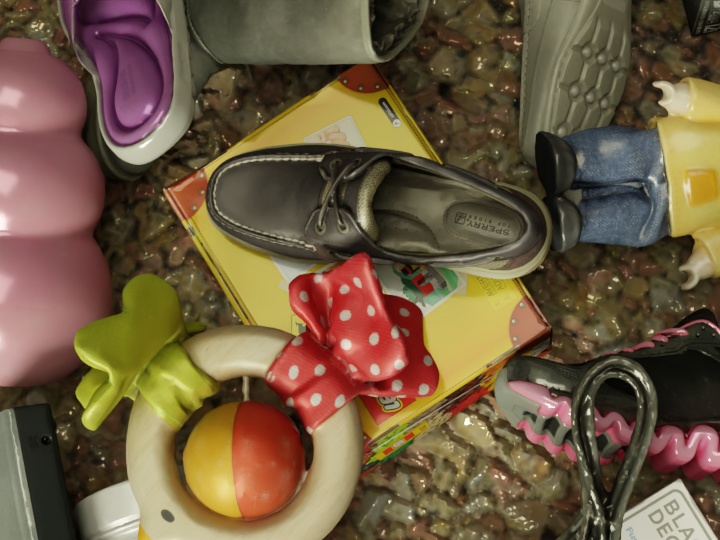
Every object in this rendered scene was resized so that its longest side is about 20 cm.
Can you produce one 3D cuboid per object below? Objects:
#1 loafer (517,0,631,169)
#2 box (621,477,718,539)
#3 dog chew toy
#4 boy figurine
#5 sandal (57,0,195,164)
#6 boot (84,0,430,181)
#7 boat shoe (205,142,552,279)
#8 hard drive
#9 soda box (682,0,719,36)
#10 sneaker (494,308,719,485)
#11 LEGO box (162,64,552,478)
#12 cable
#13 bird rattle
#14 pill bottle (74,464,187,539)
[{"bbox_3d":[0.128,-0.158,0.998,0.069,0.070,0.202,9,83,46],"label":"loafer"},{"bbox_3d":[0.125,0.217,0.920,0.199,0.060,0.117,-30,77,0],"label":"box"},{"bbox_3d":[-0.205,-0.036,0.964,0.123,0.125,0.202,5,94,8],"label":"dog chew toy"},{"bbox_3d":[0.204,-0.051,0.952,0.198,0.064,0.125,-5,101,-6],"label":"boy figurine"},{"bbox_3d":[-0.143,-0.148,0.955,0.082,0.050,0.203,-37,49,12],"label":"sandal"},{"bbox_3d":[-0.060,-0.132,0.967,0.199,0.072,0.183,11,80,34],"label":"boot"},{"bbox_3d":[0.007,-0.037,0.902,0.198,0.065,0.073,11,82,9],"label":"boat shoe"},{"bbox_3d":[-0.193,0.191,0.931,0.033,0.139,0.202,-6,75,-32],"label":"hard drive"},{"bbox_3d":[0.219,-0.203,0.919,0.063,0.200,0.071,-12,78,3],"label":"soda box"},{"bbox_3d":[0.173,0.065,0.931,0.198,0.079,0.096,12,72,-10],"label":"sneaker"},{"bbox_3d":[0.000,0.000,0.969,0.148,0.077,0.201,-33,77,0],"label":"LEGO box"},{"bbox_3d":[0.122,0.149,0.858,0.097,0.050,0.201,24,101,9],"label":"cable"},{"bbox_3d":[-0.056,0.078,0.884,0.198,0.113,0.165,0,83,-6],"label":"bird rattle"},{"bbox_3d":[-0.095,0.217,0.920,0.112,0.112,0.201,-19,77,3],"label":"pill bottle"}]
